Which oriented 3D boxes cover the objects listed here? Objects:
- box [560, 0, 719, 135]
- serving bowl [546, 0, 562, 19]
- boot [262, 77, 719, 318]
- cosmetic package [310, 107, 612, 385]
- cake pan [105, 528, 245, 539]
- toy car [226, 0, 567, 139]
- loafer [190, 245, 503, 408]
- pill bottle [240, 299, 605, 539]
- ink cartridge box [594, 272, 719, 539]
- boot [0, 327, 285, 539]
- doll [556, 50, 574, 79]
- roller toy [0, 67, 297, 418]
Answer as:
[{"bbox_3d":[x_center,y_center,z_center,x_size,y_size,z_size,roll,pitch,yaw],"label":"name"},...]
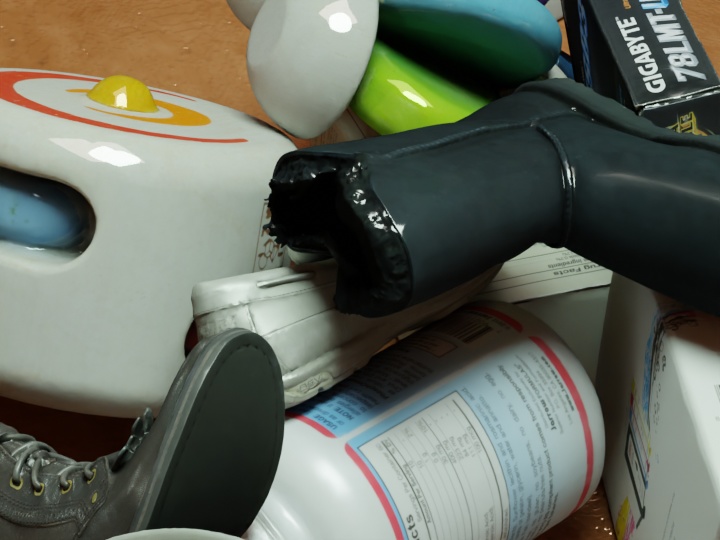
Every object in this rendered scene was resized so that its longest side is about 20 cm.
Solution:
[{"bbox_3d":[0.145,-0.066,1.137,0.049,0.201,0.199,-14,41,-1],"label":"box"},{"bbox_3d":[0.055,-0.229,1.437,0.198,0.066,0.201,5,38,-4],"label":"serving bowl"},{"bbox_3d":[0.075,-0.013,0.927,0.167,0.077,0.200,-20,37,-35],"label":"boot"},{"bbox_3d":[0.054,-0.020,1.170,0.103,0.073,0.200,-10,42,-19],"label":"cosmetic package"},{"bbox_3d":[-0.053,0.190,0.813,0.199,0.202,0.037,23,13,20],"label":"cake pan"},{"bbox_3d":[0.037,-0.136,1.100,0.174,0.150,0.201,22,29,-27],"label":"toy car"},{"bbox_3d":[0.000,0.000,1.008,0.070,0.070,0.200,-19,7,40],"label":"loafer"},{"bbox_3d":[0.007,0.099,0.986,0.199,0.109,0.109,-27,49,-34],"label":"pill bottle"},{"bbox_3d":[0.196,0.085,1.001,0.146,0.145,0.201,0,39,-7],"label":"ink cartridge box"},{"bbox_3d":[-0.132,0.084,0.915,0.174,0.201,0.069,31,12,34],"label":"boot"},{"bbox_3d":[0.069,-0.122,1.296,0.198,0.049,0.136,12,3,-10],"label":"doll"},{"bbox_3d":[-0.119,-0.022,1.050,0.199,0.141,0.182,7,13,-22],"label":"roller toy"}]
